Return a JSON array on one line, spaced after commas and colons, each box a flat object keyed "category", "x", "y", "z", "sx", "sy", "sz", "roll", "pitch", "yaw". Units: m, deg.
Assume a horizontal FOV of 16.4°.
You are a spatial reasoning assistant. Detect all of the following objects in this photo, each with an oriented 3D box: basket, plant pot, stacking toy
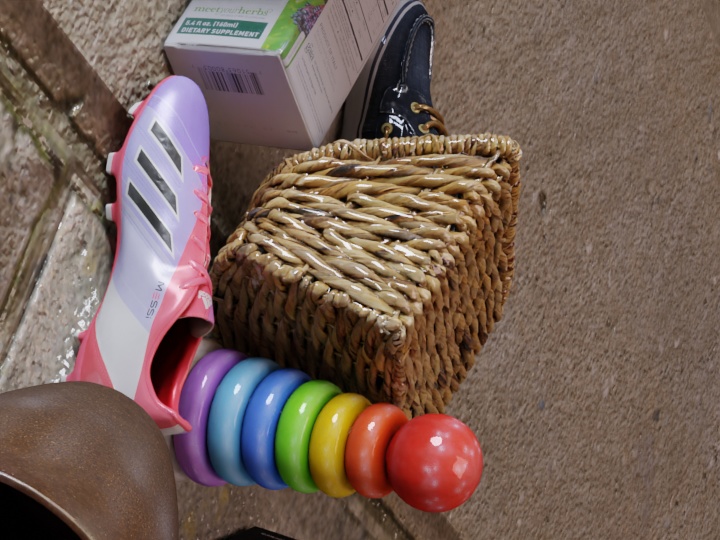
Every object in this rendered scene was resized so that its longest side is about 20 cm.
[{"category": "basket", "x": 0.000, "y": 0.000, "z": 1.470, "sx": 0.149, "sy": 0.142, "sz": 0.200, "roll": -57, "pitch": 163, "yaw": -25}, {"category": "plant pot", "x": -0.161, "y": 0.135, "z": 1.198, "sx": 0.200, "sy": 0.185, "sz": 0.189, "roll": -57, "pitch": 147, "yaw": -66}, {"category": "stacking toy", "x": -0.021, "y": 0.095, "z": 1.411, "sx": 0.085, "sy": 0.199, "sz": 0.086, "roll": -32, "pitch": 127, "yaw": -55}]

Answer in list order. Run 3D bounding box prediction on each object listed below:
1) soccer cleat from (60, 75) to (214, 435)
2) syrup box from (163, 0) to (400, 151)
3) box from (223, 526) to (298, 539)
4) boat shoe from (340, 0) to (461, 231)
[{"category": "soccer cleat", "x": -0.104, "y": -0.006, "z": 1.358, "sx": 0.067, "sy": 0.076, "sz": 0.202, "roll": 36, "pitch": 66, "yaw": -61}, {"category": "syrup box", "x": -0.030, "y": -0.169, "z": 1.459, "sx": 0.201, "sy": 0.078, "sz": 0.082, "roll": -63, "pitch": 147, "yaw": -34}, {"category": "box", "x": -0.019, "y": 0.210, "z": 1.452, "sx": 0.157, "sy": 0.199, "sz": 0.050, "roll": -10, "pitch": 111, "yaw": -62}, {"category": "boat shoe", "x": 0.037, "y": -0.079, "z": 1.603, "sx": 0.071, "sy": 0.090, "sz": 0.202, "roll": 37, "pitch": 64, "yaw": -60}]
